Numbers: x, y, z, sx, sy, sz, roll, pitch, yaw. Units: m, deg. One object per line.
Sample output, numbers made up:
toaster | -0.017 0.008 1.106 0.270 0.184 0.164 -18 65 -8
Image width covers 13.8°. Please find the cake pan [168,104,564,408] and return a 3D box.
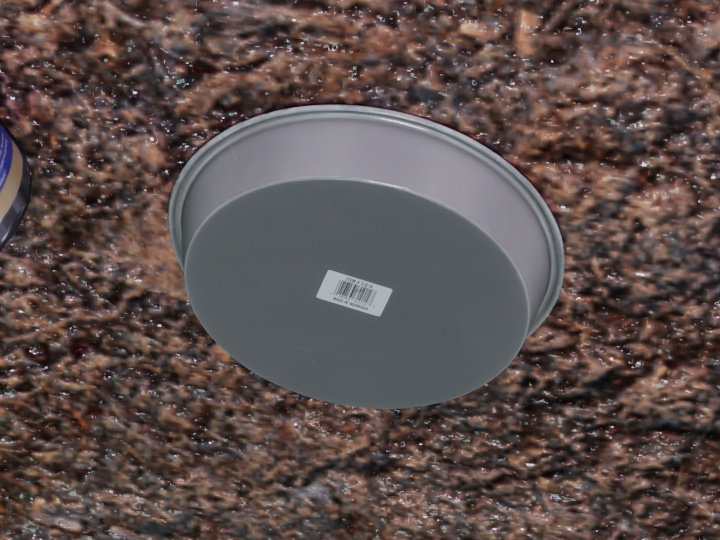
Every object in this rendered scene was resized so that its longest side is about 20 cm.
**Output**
cake pan | 0.000 0.000 1.467 0.200 0.037 0.201 7 139 6

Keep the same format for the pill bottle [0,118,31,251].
pill bottle | -0.244 -0.084 1.368 0.112 0.112 0.200 -12 134 25
